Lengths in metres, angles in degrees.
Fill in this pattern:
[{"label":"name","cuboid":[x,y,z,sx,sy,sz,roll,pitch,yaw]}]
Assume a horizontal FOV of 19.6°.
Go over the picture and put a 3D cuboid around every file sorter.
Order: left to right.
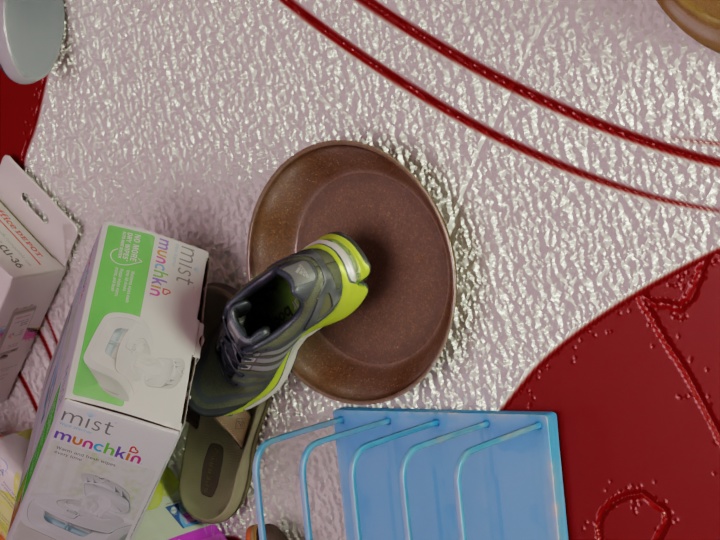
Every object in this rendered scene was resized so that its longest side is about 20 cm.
[{"label":"file sorter","cuboid":[0.034,0.180,1.520,0.200,0.123,0.139,-2,96,39]}]

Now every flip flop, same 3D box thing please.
[{"label":"flip flop","cuboid":[-0.120,0.110,1.668,0.081,0.058,0.200,20,107,34]}]

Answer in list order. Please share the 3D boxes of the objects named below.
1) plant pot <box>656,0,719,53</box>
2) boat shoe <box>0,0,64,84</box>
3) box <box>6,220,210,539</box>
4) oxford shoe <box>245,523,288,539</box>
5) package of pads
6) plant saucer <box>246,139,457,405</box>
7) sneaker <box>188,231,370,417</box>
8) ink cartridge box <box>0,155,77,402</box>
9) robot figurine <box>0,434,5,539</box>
[{"label":"plant pot","cuboid":[0.254,-0.232,1.332,0.200,0.027,0.200,8,103,37]},{"label":"boat shoe","cuboid":[-0.308,-0.252,1.744,0.086,0.075,0.202,-8,91,39]},{"label":"box","cuboid":[-0.192,0.097,1.617,0.097,0.200,0.177,17,132,-11]},{"label":"oxford shoe","cuboid":[-0.021,0.275,1.629,0.073,0.071,0.200,-36,73,9]},{"label":"package of pads","cuboid":[-0.208,0.209,1.696,0.200,0.154,0.068,47,123,23]},{"label":"plant saucer","cuboid":[0.000,0.000,1.570,0.200,0.037,0.201,8,103,38]},{"label":"sneaker","cuboid":[-0.081,0.044,1.566,0.074,0.081,0.200,54,125,18]},{"label":"ink cartridge box","cuboid":[-0.333,0.011,1.815,0.116,0.067,0.200,43,121,25]},{"label":"robot figurine","cuboid":[-0.334,0.218,1.806,0.116,0.144,0.200,24,141,-7]}]
